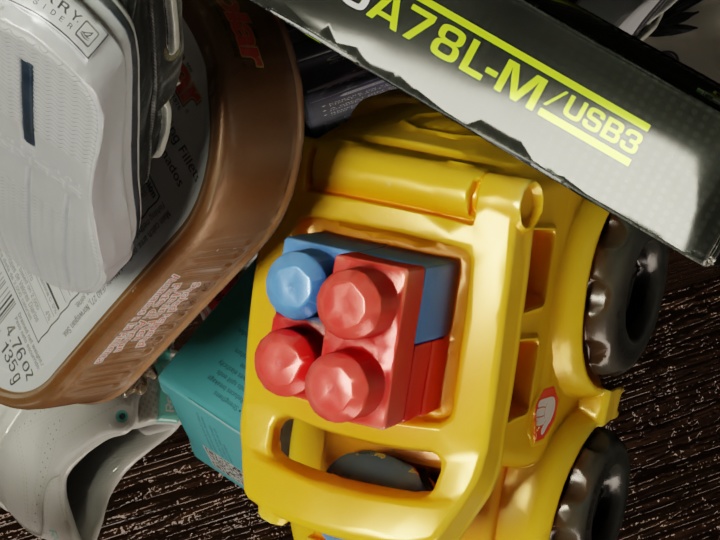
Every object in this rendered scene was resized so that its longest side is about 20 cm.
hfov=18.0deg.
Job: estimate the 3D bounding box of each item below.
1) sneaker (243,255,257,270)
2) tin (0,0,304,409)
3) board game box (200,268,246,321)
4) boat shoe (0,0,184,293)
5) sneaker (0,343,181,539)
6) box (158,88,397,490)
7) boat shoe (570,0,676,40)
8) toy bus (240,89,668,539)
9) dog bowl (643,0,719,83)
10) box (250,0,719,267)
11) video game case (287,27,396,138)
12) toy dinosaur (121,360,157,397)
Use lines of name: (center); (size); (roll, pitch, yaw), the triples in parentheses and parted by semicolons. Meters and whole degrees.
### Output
sneaker: (-0.027, -0.027, 1.112); (0.199, 0.075, 0.100); (-3, 175, 29)
tin: (-0.092, -0.028, 0.791); (0.042, 0.112, 0.200); (-12, 155, -45)
board game box: (0.009, -0.011, 1.211); (0.199, 0.046, 0.152); (-20, -147, -10)
boat shoe: (-0.082, -0.052, 0.687); (0.071, 0.072, 0.200); (-54, 180, -22)
sneaker: (-0.107, 0.035, 1.052); (0.075, 0.201, 0.088); (11, -164, -47)
box: (0.000, 0.000, 0.974); (0.200, 0.049, 0.082); (-51, 157, -18)
boat shoe: (0.090, -0.120, 0.856); (0.068, 0.074, 0.199); (-35, 171, -33)
toy bus: (0.017, 0.042, 0.814); (0.135, 0.201, 0.192); (12, -168, 21)
dog bowl: (0.163, -0.111, 0.958); (0.200, 0.074, 0.200); (-29, -178, 1)
box: (0.055, -0.067, 0.719); (0.048, 0.193, 0.200); (-59, 164, 11)
video game case: (0.038, -0.105, 1.040); (0.142, 0.019, 0.200); (-19, 173, -1)
toy dinosaur: (-0.090, -0.046, 0.932); (0.086, 0.136, 0.200); (26, -130, 35)
